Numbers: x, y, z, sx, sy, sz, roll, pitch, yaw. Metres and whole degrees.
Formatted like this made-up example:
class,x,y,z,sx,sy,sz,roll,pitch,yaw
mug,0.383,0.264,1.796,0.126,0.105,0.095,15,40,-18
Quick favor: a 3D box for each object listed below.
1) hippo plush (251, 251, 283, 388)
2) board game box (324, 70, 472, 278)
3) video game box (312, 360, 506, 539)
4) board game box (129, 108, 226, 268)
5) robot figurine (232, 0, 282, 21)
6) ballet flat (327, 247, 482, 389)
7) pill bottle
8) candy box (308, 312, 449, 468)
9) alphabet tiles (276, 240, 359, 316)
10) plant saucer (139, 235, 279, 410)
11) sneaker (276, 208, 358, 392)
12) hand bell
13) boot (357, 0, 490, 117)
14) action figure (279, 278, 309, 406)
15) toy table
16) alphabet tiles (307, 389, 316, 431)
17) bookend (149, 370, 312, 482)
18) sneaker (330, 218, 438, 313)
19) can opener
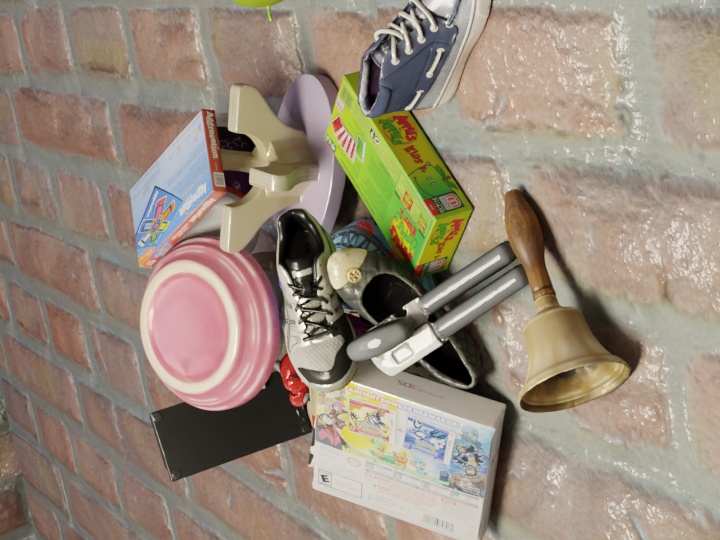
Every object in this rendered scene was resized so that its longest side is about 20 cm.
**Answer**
class,x,y,z,sx,sy,sz,roll,pitch,yaw
hippo plush,-0.175,0.071,1.870,0.158,0.161,0.202,-5,100,25
board game box,0.036,-0.102,1.580,0.201,0.047,0.102,59,152,27
video game box,0.047,0.187,1.609,0.198,0.047,0.183,17,134,15
board game box,-0.210,-0.090,1.737,0.200,0.019,0.104,-38,54,49
robot figurine,-0.126,-0.374,1.661,0.201,0.115,0.176,63,147,20
ballet flat,0.049,0.045,1.542,0.200,0.067,0.057,38,-173,-11
pill bottle,-0.173,-0.103,1.855,0.201,0.111,0.113,-90,5,-49
candy box,0.022,0.156,1.671,0.135,0.061,0.201,19,134,11
alphabet tiles,-0.038,0.060,1.801,0.200,0.007,0.169,26,134,61
plant saucer,-0.183,0.063,1.748,0.199,0.051,0.203,4,97,34
sneaker,-0.055,0.028,1.560,0.088,0.075,0.201,63,-169,-58
hand bell,0.164,0.015,1.380,0.104,0.103,0.202,122,138,-57
boot,0.057,-0.221,1.420,0.073,0.090,0.201,55,149,32
action figure,-0.045,0.066,1.715,0.065,0.098,0.202,-114,25,-58
toy table,-0.099,-0.118,1.705,0.183,0.116,0.202,3,96,53
alphabet tiles,-0.039,0.135,1.907,0.200,0.014,0.197,29,129,55
bookend,-0.193,0.211,2.031,0.199,0.198,0.093,-28,80,68
sneaker,0.000,0.000,1.656,0.200,0.095,0.080,27,129,57
can opener,0.077,0.043,1.474,0.199,0.066,0.053,-34,89,26
